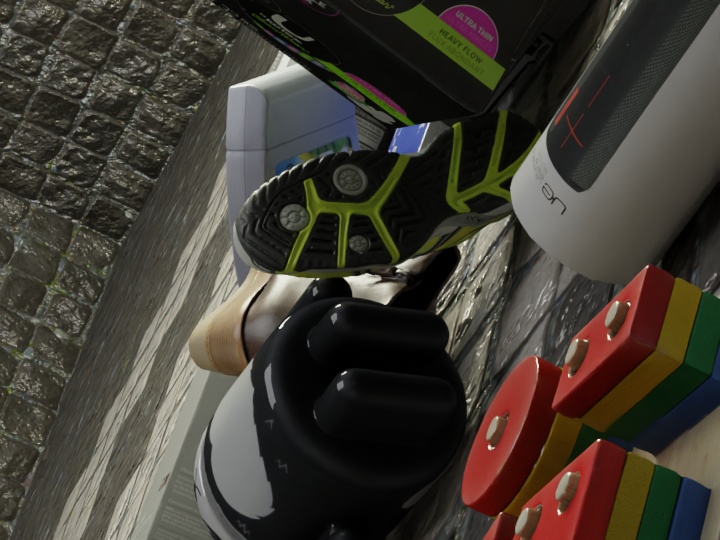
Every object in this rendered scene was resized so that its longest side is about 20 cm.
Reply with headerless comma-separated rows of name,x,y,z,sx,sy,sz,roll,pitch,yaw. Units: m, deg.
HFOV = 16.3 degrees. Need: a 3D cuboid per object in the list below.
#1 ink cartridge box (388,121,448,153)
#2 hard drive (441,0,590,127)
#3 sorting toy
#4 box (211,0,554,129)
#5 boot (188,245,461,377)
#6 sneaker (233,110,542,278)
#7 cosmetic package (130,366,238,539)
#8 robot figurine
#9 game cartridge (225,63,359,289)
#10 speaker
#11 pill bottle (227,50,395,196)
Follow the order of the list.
ink cartridge box,0.036,-0.043,1.708,0.094,0.044,0.200,-46,20,58
hard drive,0.089,-0.184,1.655,0.140,0.038,0.200,-50,22,19
sorting toy,0.086,0.100,0.980,0.199,0.070,0.200,-51,17,56
box,0.019,-0.176,1.500,0.124,0.148,0.200,-57,13,-8
boot,0.000,0.000,1.575,0.166,0.072,0.200,-7,32,39
sneaker,0.017,-0.029,1.446,0.076,0.200,0.076,67,153,18
cosmetic package,-0.105,0.149,1.863,0.107,0.090,0.200,125,164,-59
robot figurine,-0.019,0.093,1.404,0.150,0.125,0.200,-49,-2,-39
game cartridge,-0.041,-0.036,1.705,0.133,0.040,0.200,-25,-68,-54
speaker,0.145,-0.086,1.111,0.200,0.081,0.081,-57,12,39
pill bottle,-0.026,-0.131,2.063,0.200,0.116,0.116,-65,9,-1
